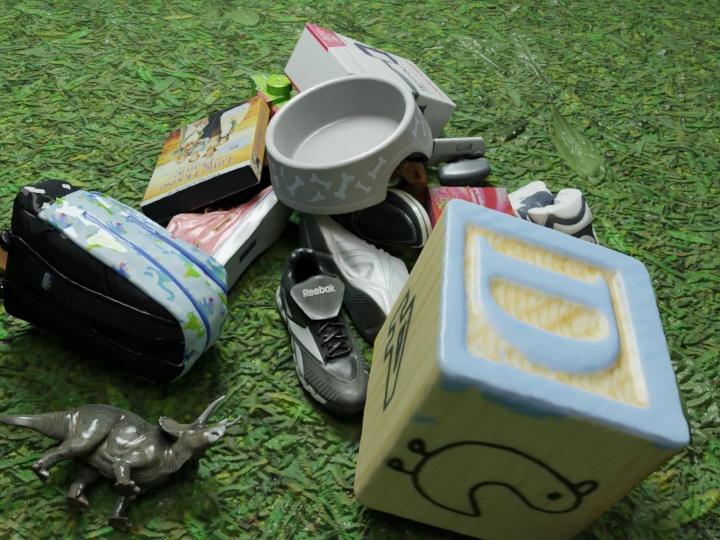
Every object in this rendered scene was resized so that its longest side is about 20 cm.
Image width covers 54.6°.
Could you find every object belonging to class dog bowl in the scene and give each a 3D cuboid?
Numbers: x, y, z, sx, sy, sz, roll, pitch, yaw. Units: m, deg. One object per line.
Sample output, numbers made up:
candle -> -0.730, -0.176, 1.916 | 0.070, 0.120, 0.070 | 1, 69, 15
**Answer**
dog bowl -> -0.019, -0.154, 0.803 | 0.200, 0.059, 0.200 | -10, 46, 10

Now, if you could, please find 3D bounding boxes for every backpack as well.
backpack -> -0.229, 0.020, 0.680 | 0.200, 0.163, 0.154 | 35, 35, 17

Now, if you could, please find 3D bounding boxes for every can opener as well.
can opener -> 0.082, -0.150, 0.965 | 0.200, 0.053, 0.067 | -5, 54, -9

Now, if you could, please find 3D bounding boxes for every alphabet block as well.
alphabet block -> 0.121, 0.093, 0.595 | 0.195, 0.200, 0.197 | 18, 43, -5

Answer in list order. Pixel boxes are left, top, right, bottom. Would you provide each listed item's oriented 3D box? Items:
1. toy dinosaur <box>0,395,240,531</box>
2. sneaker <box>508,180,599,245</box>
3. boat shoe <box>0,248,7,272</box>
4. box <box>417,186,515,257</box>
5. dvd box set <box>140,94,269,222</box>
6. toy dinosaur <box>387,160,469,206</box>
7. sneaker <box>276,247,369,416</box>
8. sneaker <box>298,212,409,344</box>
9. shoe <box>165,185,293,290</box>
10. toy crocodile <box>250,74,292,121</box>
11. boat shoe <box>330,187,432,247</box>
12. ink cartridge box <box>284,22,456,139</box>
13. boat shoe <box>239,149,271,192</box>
toy dinosaur -> -0.216, 0.157, 0.609 | 0.200, 0.077, 0.102 | 9, 32, 8
sneaker -> 0.234, -0.036, 0.863 | 0.079, 0.130, 0.199 | -29, 14, -11
boat shoe -> -0.446, -0.051, 0.774 | 0.070, 0.070, 0.200 | -31, 49, -12
box -> 0.129, 0.001, 0.787 | 0.100, 0.096, 0.200 | 1, 45, -6
dvd box set -> -0.190, -0.145, 0.877 | 0.146, 0.029, 0.200 | -19, 35, 12
toy dinosaur -> 0.072, -0.091, 0.888 | 0.106, 0.200, 0.061 | -7, 85, 18
sneaker -> -0.041, 0.053, 0.713 | 0.066, 0.091, 0.200 | -12, 47, -18
sneaker -> 0.000, 0.000, 0.797 | 0.080, 0.070, 0.200 | -21, 58, -34
shoe -> -0.157, -0.053, 0.818 | 0.091, 0.072, 0.200 | 25, 50, 13
toy crocodile -> -0.106, -0.224, 1.003 | 0.062, 0.068, 0.200 | -24, 53, -30
boat shoe -> 0.005, -0.065, 0.833 | 0.062, 0.075, 0.200 | -34, 38, -29
ink cartridge box -> 0.015, -0.256, 0.991 | 0.200, 0.084, 0.145 | 5, 38, -39
boat shoe -> -0.075, -0.141, 0.907 | 0.200, 0.070, 0.070 | -11, 52, 12
